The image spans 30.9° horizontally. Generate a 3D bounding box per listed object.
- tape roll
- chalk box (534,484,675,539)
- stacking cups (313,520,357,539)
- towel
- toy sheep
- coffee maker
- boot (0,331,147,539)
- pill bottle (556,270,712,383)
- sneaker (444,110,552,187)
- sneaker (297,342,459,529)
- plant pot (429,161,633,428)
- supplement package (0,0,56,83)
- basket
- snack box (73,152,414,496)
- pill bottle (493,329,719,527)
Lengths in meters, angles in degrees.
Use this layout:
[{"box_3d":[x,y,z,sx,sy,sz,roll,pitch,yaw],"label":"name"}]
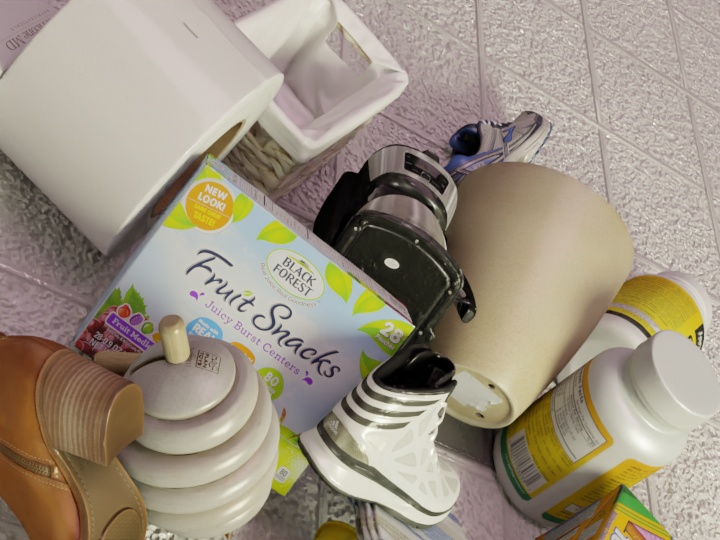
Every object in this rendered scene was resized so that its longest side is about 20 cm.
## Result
[{"box_3d":[-0.175,-0.129,1.017,0.139,0.203,0.203,45,39,-2],"label":"tape roll"},{"box_3d":[0.229,0.309,1.090,0.200,0.125,0.124,48,39,-2],"label":"chalk box"},{"box_3d":[-0.061,0.257,0.919,0.061,0.060,0.200,49,41,2],"label":"stacking cups"},{"box_3d":[0.044,0.215,1.002,0.146,0.024,0.200,40,11,-21],"label":"towel"},{"box_3d":[-0.120,0.110,0.894,0.135,0.202,0.139,-3,45,3],"label":"toy sheep"},{"box_3d":[0.000,0.000,1.120,0.136,0.191,0.200,55,16,-15],"label":"coffee maker"},{"box_3d":[-0.220,0.135,0.840,0.153,0.203,0.077,16,27,22],"label":"boot"},{"box_3d":[0.291,0.071,1.353,0.113,0.112,0.199,53,40,7],"label":"pill bottle"},{"box_3d":[0.146,-0.136,1.422,0.085,0.077,0.200,41,39,-2],"label":"sneaker"},{"box_3d":[0.049,0.125,0.981,0.076,0.115,0.200,50,12,33],"label":"sneaker"},{"box_3d":[0.134,0.037,1.205,0.187,0.187,0.201,38,56,-12],"label":"plant pot"},{"box_3d":[-0.341,-0.199,0.987,0.200,0.117,0.117,45,38,-4],"label":"supplement package"},{"box_3d":[-0.071,-0.157,1.199,0.136,0.123,0.200,48,38,1],"label":"basket"},{"box_3d":[-0.086,0.041,0.982,0.199,0.169,0.068,38,7,-13],"label":"snack box"},{"box_3d":[0.220,0.139,1.160,0.112,0.200,0.114,24,44,-25],"label":"pill bottle"}]
